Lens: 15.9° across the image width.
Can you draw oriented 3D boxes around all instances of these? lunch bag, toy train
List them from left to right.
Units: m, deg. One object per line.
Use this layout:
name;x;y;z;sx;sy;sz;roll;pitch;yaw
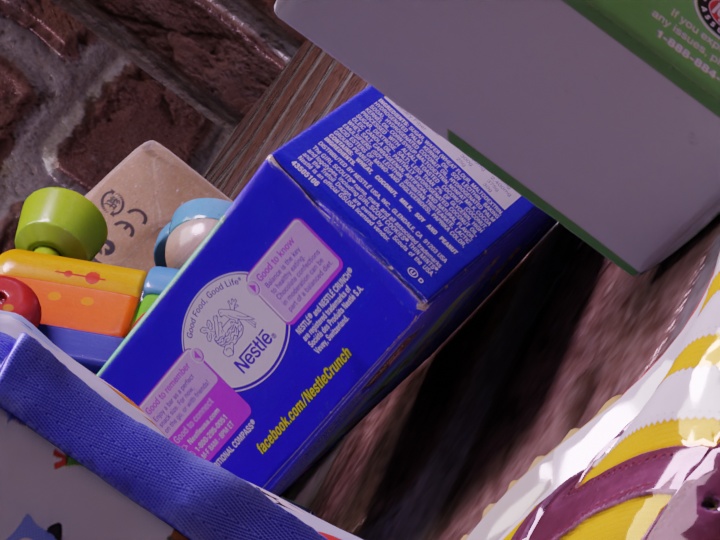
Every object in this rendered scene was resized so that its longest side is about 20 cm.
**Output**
toy train;-0.139;0.011;1.047;0.116;0.199;0.085;-76;-6;-45
lunch bag;-0.069;0.097;0.671;0.124;0.170;0.200;-61;10;-31

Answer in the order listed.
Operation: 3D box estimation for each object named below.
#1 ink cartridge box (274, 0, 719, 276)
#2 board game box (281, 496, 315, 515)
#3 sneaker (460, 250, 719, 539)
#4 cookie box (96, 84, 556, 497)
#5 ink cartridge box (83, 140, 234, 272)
ink cartridge box;0.085;-0.122;0.815;0.084;0.146;0.200;-48;8;49
board game box;-0.093;0.111;0.903;0.200;0.135;0.035;-71;7;-71
sneaker;0.085;0.025;0.445;0.201;0.075;0.090;-59;14;13
cookie box;0.000;0.000;0.915;0.171;0.075;0.200;-49;-6;37
ink cartridge box;-0.139;0.063;1.156;0.200;0.075;0.165;-47;-15;-31
